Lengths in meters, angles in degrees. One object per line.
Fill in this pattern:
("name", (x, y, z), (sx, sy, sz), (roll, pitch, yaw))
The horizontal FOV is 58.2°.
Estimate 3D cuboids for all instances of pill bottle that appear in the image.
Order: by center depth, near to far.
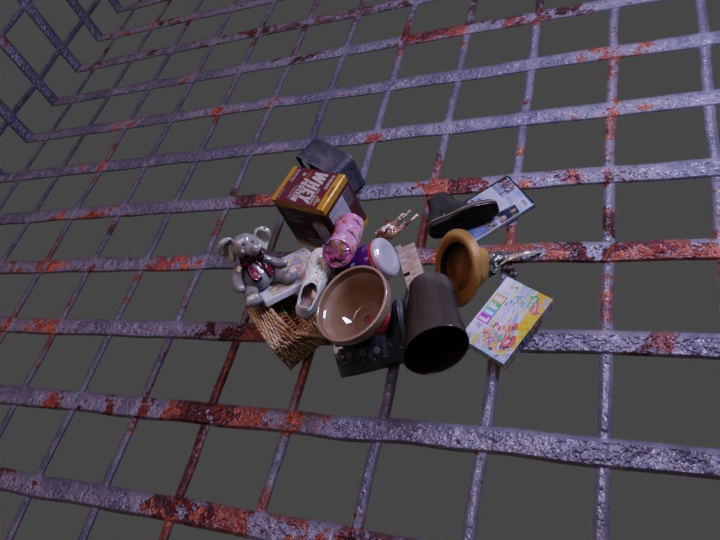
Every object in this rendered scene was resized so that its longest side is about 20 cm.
("pill bottle", (0.000, 0.000, 1.731), (0.198, 0.112, 0.114), (-27, 44, 30))

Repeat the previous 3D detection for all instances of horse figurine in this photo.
("horse figurine", (0.084, -0.115, 1.793), (0.132, 0.050, 0.200), (-38, 5, -11))

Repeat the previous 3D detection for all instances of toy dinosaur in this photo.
("toy dinosaur", (0.360, -0.018, 1.639), (0.197, 0.048, 0.089), (-4, 46, 18))

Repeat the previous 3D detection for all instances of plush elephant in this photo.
("plush elephant", (-0.280, -0.029, 1.683), (0.163, 0.157, 0.199), (-30, 33, -23))

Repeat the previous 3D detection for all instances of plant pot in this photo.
("plant pot", (-0.002, 0.098, 1.552), (0.198, 0.093, 0.203), (-20, 50, 25))

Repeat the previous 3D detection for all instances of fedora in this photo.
("fedora", (0.263, -0.008, 1.616), (0.081, 0.203, 0.201), (-5, 40, -27))

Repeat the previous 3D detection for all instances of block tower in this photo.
("block tower", (0.144, 0.015, 1.709), (0.057, 0.054, 0.202), (-22, 49, 7))

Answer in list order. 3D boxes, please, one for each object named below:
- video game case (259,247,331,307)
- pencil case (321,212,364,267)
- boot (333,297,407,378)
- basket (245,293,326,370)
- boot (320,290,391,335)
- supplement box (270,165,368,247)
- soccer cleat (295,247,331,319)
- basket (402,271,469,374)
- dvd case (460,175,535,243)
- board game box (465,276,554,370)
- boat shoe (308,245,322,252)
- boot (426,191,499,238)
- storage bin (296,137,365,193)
("video game case", (-0.200, 0.013, 1.754), (0.198, 0.023, 0.182), (-26, 31, -18))
("pencil case", (-0.043, -0.083, 1.706), (0.085, 0.084, 0.201), (25, 28, -1))
("boot", (0.027, 0.167, 1.603), (0.197, 0.066, 0.168), (-13, 81, 18))
("basket", (-0.197, 0.131, 1.720), (0.148, 0.143, 0.200), (-37, 48, -5))
("boot", (-0.004, 0.104, 1.649), (0.197, 0.145, 0.073), (9, 57, 30))
("supplement box", (-0.116, -0.175, 1.881), (0.195, 0.201, 0.134), (15, 61, 33))
("soccer cleat", (-0.117, 0.027, 1.644), (0.068, 0.078, 0.203), (16, 65, -1))
("basket", (0.170, 0.114, 1.528), (0.181, 0.135, 0.202), (-50, 25, 35))
("dvd case", (0.358, -0.168, 1.773), (0.198, 0.018, 0.143), (-32, 47, 1))
("board game box", (0.348, 0.123, 1.539), (0.134, 0.034, 0.200), (29, 71, 39))
("boat shoe", (-0.107, -0.043, 1.868), (0.197, 0.072, 0.077), (-6, 40, 21))
("boot", (0.271, -0.182, 1.769), (0.197, 0.078, 0.140), (-16, 45, 14))
("storage bin", (-0.093, -0.313, 2.021), (0.094, 0.136, 0.199), (-45, 49, -14))
